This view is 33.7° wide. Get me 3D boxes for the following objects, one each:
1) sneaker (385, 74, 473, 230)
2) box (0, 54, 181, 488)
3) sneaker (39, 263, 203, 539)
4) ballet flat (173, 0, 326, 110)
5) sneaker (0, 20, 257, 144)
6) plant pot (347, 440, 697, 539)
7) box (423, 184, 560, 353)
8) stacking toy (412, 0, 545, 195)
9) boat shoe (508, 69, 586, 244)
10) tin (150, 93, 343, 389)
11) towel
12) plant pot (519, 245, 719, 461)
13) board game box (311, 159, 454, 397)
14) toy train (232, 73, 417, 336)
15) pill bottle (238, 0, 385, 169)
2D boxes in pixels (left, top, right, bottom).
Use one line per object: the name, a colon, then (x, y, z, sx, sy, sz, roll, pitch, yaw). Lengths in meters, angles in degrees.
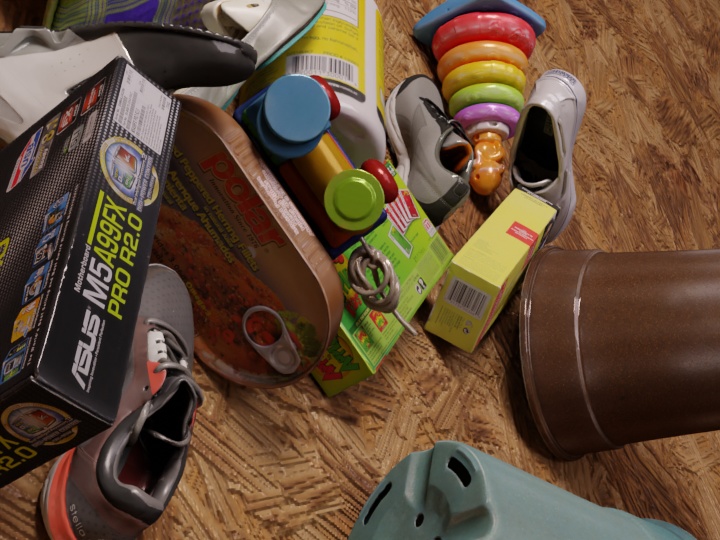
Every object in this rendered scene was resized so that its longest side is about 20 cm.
sneaker: (0.068, -0.112, 1.076, 0.074, 0.079, 0.201, 37, 33, -31)
box: (-0.167, 0.010, 0.578, 0.044, 0.159, 0.201, 37, 39, -33)
sneaker: (-0.114, 0.071, 0.676, 0.077, 0.082, 0.201, 37, 39, -32)
ballet flat: (-0.097, -0.149, 0.820, 0.200, 0.067, 0.064, -51, 118, -24)
sneaker: (-0.156, -0.094, 0.682, 0.074, 0.198, 0.090, 132, -46, -88)
plant pot: (0.102, 0.218, 0.779, 0.195, 0.200, 0.201, 33, 41, -24)
box: (0.121, -0.006, 1.065, 0.050, 0.076, 0.200, 28, 30, 12)
stacking toy: (0.126, -0.169, 1.200, 0.109, 0.115, 0.202, 19, 62, -43)
boat shoe: (0.170, -0.098, 1.157, 0.065, 0.073, 0.201, -46, 145, -38)
tin: (-0.089, -0.019, 0.753, 0.201, 0.111, 0.042, 56, 34, -8)
towel: (-0.138, -0.176, 0.788, 0.023, 0.144, 0.200, 32, 33, 13)
plant pot: (0.269, 0.065, 1.061, 0.200, 0.197, 0.203, 20, 66, -56)
board game box: (0.000, 0.000, 0.924, 0.102, 0.047, 0.200, 54, 32, -9)
toy train: (-0.006, -0.039, 0.780, 0.201, 0.084, 0.116, 55, -7, -5)
pill bottle: (-0.037, -0.162, 0.938, 0.114, 0.114, 0.202, 34, 41, -35)
